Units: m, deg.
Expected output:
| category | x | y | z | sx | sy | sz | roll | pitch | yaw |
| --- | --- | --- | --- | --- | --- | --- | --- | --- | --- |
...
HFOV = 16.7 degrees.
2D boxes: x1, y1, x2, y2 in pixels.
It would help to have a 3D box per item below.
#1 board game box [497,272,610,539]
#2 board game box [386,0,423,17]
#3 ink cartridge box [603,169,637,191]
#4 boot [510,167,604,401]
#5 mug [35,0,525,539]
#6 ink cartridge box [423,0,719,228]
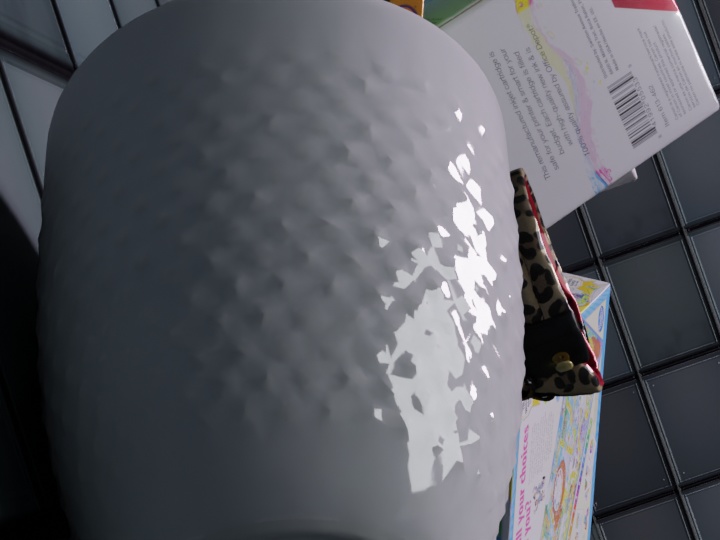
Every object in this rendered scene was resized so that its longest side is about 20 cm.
| category | x | y | z | sx | sy | sz | roll | pitch | yaw |
| --- | --- | --- | --- | --- | --- | --- | --- | --- | --- |
| board game box | 0.097 | 0.118 | 1.408 | 0.134 | 0.034 | 0.201 | -38 | 136 | -55 |
| board game box | 0.012 | -0.166 | 1.385 | 0.095 | 0.030 | 0.201 | 169 | -73 | -72 |
| ink cartridge box | 0.067 | -0.120 | 1.681 | 0.147 | 0.199 | 0.145 | 61 | 11 | -55 |
| boot | 0.028 | 0.064 | 1.023 | 0.073 | 0.150 | 0.201 | -3 | 73 | -83 |
| mug | -0.028 | 0.045 | 0.741 | 0.200 | 0.147 | 0.176 | 109 | -17 | -47 |
| ink cartridge box | 0.101 | -0.114 | 1.503 | 0.083 | 0.200 | 0.146 | 10 | -50 | 61 |
